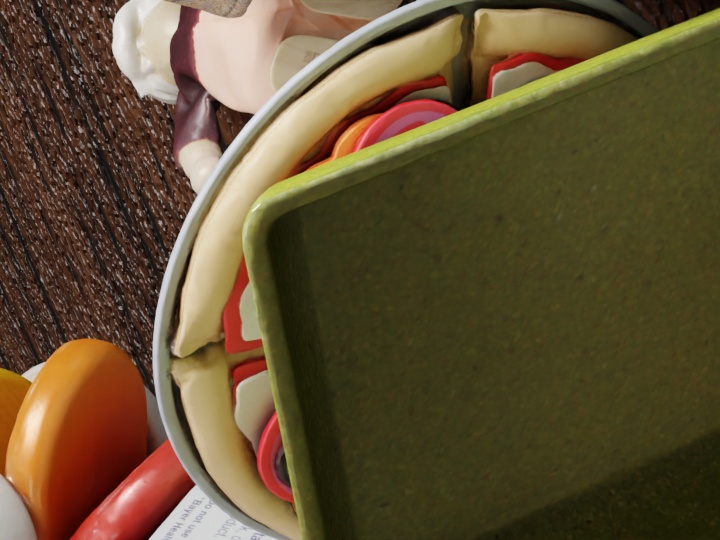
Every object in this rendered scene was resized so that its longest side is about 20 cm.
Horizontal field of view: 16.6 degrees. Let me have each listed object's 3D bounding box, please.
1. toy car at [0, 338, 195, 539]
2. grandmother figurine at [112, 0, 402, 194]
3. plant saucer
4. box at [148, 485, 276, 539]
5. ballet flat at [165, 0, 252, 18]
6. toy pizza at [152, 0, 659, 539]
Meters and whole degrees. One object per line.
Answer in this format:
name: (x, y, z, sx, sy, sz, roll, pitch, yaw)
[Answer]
toy car: (-0.096, 0.122, 1.005, 0.150, 0.175, 0.200, -20, 99, 27)
grandmother figurine: (-0.047, -0.087, 0.961, 0.060, 0.121, 0.200, 23, 177, -23)
plant saucer: (0.060, 0.019, 0.729, 0.048, 0.199, 0.200, 46, 152, 50)
box: (-0.012, 0.184, 0.821, 0.200, 0.184, 0.105, 12, 130, 28)
ballet flat: (-0.001, -0.144, 0.807, 0.067, 0.068, 0.200, 29, 140, -32)
toy pizza: (0.031, 0.007, 0.757, 0.032, 0.200, 0.200, 45, 152, 47)
